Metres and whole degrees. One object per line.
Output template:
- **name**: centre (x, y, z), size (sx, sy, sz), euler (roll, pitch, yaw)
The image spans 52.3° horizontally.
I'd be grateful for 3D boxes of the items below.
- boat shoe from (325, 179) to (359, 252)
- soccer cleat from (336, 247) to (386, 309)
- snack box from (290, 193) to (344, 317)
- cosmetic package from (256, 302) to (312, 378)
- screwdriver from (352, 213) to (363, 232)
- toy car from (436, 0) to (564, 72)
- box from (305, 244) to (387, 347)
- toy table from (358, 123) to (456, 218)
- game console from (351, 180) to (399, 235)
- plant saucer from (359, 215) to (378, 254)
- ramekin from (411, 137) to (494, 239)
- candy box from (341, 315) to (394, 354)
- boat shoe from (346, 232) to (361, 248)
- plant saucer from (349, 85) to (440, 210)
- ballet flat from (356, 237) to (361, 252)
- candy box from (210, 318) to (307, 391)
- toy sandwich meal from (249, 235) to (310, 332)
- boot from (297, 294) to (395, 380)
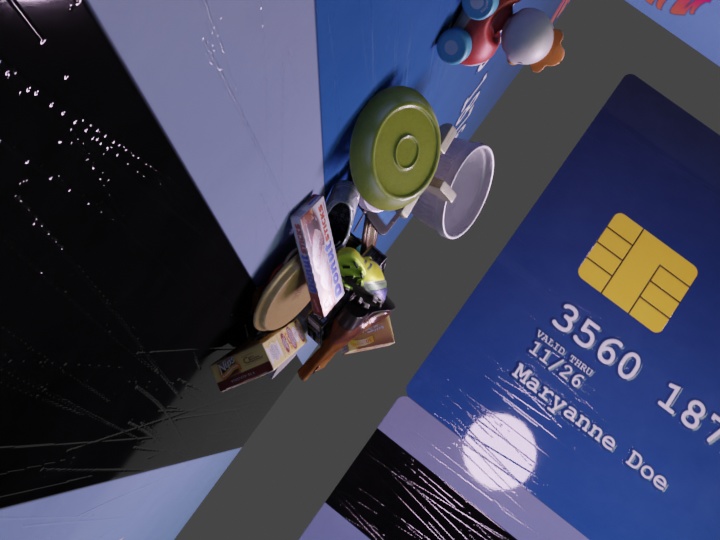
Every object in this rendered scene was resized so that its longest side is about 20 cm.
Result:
- **boat shoe**: centre (-0.054, -0.069, 1.328), size (0.072, 0.069, 0.202), euler (-73, -176, -48)
- **soccer cleat**: centre (-0.001, 0.000, 1.384), size (0.201, 0.064, 0.085), euler (54, 39, -55)
- **snack box**: centre (-0.070, -0.022, 1.230), size (0.072, 0.024, 0.202), euler (-50, 140, -42)
- **cosmetic package**: centre (-0.160, 0.123, 1.569), size (0.107, 0.090, 0.201), euler (-43, 165, -50)
- **screwdriver**: centre (0.023, -0.167, 1.704), size (0.201, 0.029, 0.028), euler (-54, 176, 33)
- **toy car**: centre (0.269, -0.419, 1.323), size (0.178, 0.199, 0.184), euler (-57, 173, 36)
- **box**: centre (-0.030, 0.056, 1.526), size (0.200, 0.049, 0.160), euler (-47, 167, -16)
- **toy table**: centre (0.085, -0.189, 1.306), size (0.183, 0.116, 0.203), euler (24, 88, -44)
- **game console**: centre (0.076, -0.198, 1.433), size (0.201, 0.118, 0.172), euler (-52, -179, -21)
- **plant saucer**: centre (0.030, -0.121, 1.564), size (0.200, 0.029, 0.204), euler (11, 90, -88)
- **ramekin**: centre (0.180, -0.176, 1.499), size (0.200, 0.104, 0.202), euler (-39, 143, -37)
- **candy box**: centre (-0.003, 0.077, 1.647), size (0.114, 0.203, 0.055), euler (-8, 168, -20)
- **boat shoe**: centre (-0.041, -0.055, 1.573), size (0.068, 0.072, 0.200), euler (-48, 170, 2)
- **plant saucer**: centre (0.067, -0.194, 1.188), size (0.198, 0.031, 0.204), euler (-16, 114, -38)
- **ballet flat**: centre (-0.070, -0.008, 1.724), size (0.201, 0.068, 0.075), euler (-49, -163, 9)
- **candy box**: centre (-0.186, 0.155, 1.378), size (0.114, 0.056, 0.200), euler (-23, -177, 16)
- **toy sandwich meal**: centre (-0.136, 0.023, 1.299), size (0.205, 0.070, 0.206), euler (-46, 162, -19)
- **boot**: centre (-0.025, 0.138, 1.520), size (0.201, 0.068, 0.188), euler (-55, 168, 28)
